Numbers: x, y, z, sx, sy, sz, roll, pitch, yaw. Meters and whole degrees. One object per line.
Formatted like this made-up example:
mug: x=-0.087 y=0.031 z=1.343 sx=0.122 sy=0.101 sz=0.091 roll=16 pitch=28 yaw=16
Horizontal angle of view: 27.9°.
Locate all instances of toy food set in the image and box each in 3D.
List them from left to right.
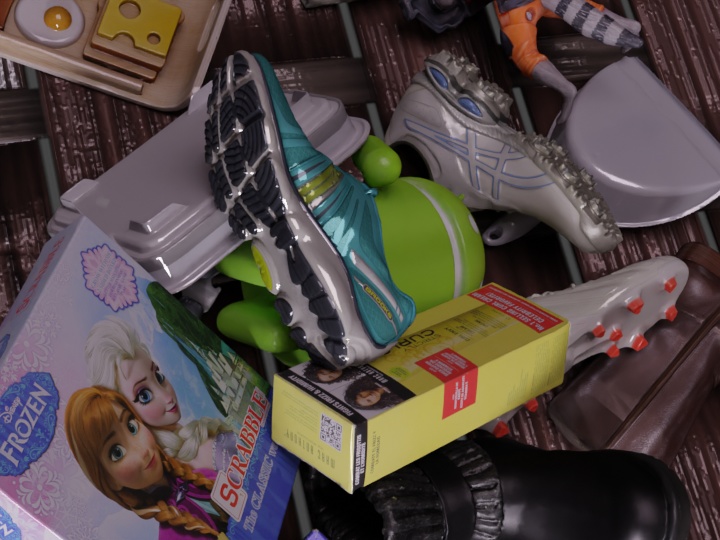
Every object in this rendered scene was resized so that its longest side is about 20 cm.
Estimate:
toy food set: x=-0.193 y=-0.213 z=1.054 sx=0.199 sy=0.060 sz=0.144 roll=19 pitch=64 yaw=-7

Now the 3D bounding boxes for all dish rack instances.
dish rack: x=-0.109 y=-0.066 z=0.962 sx=0.200 sy=0.171 sz=0.044 roll=-42 pitch=124 yaw=-24

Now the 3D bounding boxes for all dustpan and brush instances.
dustpan and brush: x=0.174 y=-0.073 z=1.114 sx=0.199 sy=0.057 sz=0.140 roll=-26 pitch=66 yaw=-30

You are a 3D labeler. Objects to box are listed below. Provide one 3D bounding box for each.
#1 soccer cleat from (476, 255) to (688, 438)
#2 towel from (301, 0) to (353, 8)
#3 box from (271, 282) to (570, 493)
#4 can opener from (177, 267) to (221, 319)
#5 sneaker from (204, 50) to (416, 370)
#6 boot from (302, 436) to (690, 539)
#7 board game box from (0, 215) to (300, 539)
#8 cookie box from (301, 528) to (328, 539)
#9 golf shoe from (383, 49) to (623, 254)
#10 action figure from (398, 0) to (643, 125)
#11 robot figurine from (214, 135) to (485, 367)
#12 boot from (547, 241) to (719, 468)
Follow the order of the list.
soccer cleat: x=0.140 y=0.038 z=1.024 sx=0.199 sy=0.069 sz=0.078 roll=-32 pitch=54 yaw=-10
towel: x=0.014 y=-0.309 z=1.169 sx=0.199 sy=0.035 sz=0.194 roll=-15 pitch=73 yaw=-20
box: x=0.042 y=0.068 z=0.906 sx=0.199 sy=0.051 sz=0.075 roll=-19 pitch=35 yaw=-40
can opener: x=-0.132 y=0.024 z=0.974 sx=0.052 sy=0.067 sz=0.201 roll=29 pitch=68 yaw=1
sneaker: x=-0.032 y=-0.039 z=0.875 sx=0.079 sy=0.077 sz=0.201 roll=-24 pitch=88 yaw=-36
boot: x=0.079 y=0.145 z=0.892 sx=0.157 sy=0.210 sz=0.080 roll=7 pitch=85 yaw=-39
board game box: x=-0.126 y=0.100 z=0.814 sx=0.199 sy=0.041 sz=0.201 roll=44 pitch=34 yaw=-22
cookie box: x=-0.042 y=0.290 z=0.879 sx=0.171 sy=0.075 sz=0.200 roll=44 pitch=63 yaw=7
golf shoe: x=0.102 y=-0.067 z=1.064 sx=0.200 sy=0.078 sz=0.097 roll=46 pitch=106 yaw=21
action figure: x=0.139 y=-0.236 z=1.112 sx=0.194 sy=0.105 sz=0.200 roll=46 pitch=70 yaw=-3
robot figurine: x=0.000 y=0.000 z=0.978 sx=0.199 sy=0.115 sz=0.177 roll=-12 pitch=104 yaw=-38
boot: x=0.254 y=0.097 z=1.052 sx=0.186 sy=0.064 sz=0.200 roll=35 pitch=59 yaw=15
